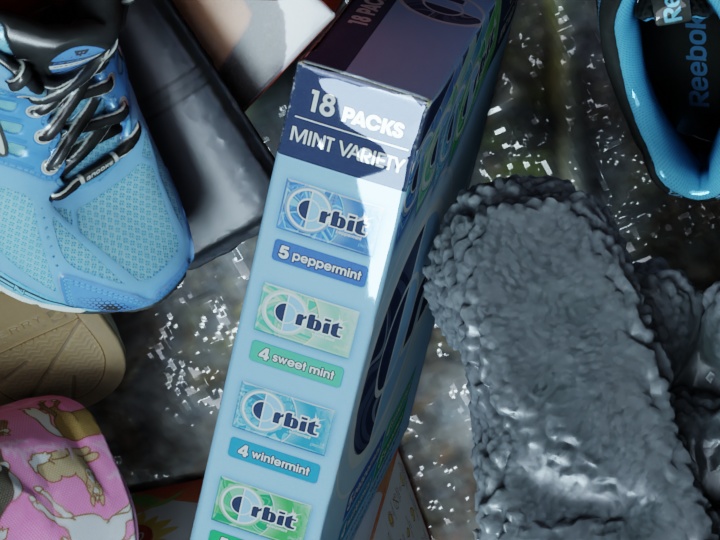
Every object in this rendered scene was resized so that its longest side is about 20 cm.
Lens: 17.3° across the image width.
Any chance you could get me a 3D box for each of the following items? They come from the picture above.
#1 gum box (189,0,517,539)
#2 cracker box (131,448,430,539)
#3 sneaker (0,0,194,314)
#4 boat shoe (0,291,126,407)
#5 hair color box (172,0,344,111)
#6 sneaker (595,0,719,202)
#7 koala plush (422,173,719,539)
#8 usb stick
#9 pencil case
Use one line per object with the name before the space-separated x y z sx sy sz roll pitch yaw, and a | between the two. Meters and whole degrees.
gum box | 0.000 0.000 0.780 0.045 0.170 0.200 17 116 8
cracker box | -0.056 0.145 0.843 0.134 0.200 0.058 -12 113 17
sneaker | -0.101 -0.057 0.687 0.090 0.078 0.200 16 147 44
boat shoe | -0.140 -0.030 0.821 0.072 0.065 0.200 -25 133 4
hair color box | -0.108 -0.129 0.804 0.200 0.061 0.102 40 115 -9
sneaker | 0.106 -0.119 0.755 0.073 0.082 0.200 -7 112 16
koala plush | 0.108 0.078 0.796 0.177 0.200 0.184 1 76 1
usb stick | -0.093 -0.090 0.766 0.055 0.033 0.200 -25 107 28
pencil case | -0.171 0.104 0.792 0.083 0.200 0.087 -4 99 50
